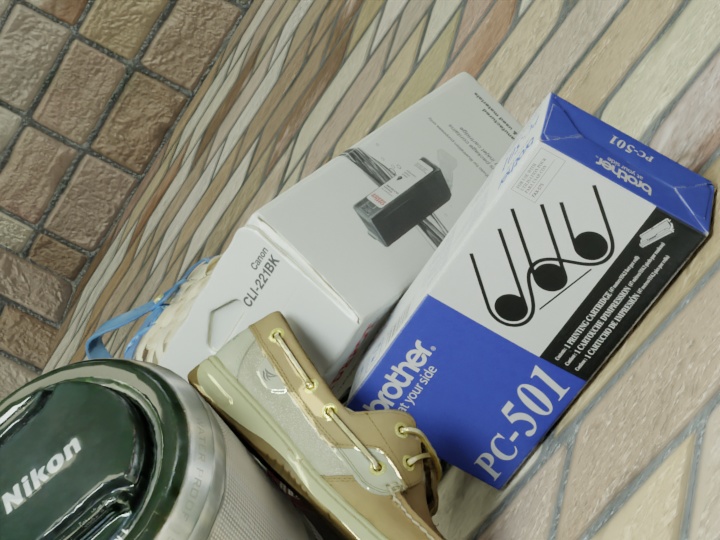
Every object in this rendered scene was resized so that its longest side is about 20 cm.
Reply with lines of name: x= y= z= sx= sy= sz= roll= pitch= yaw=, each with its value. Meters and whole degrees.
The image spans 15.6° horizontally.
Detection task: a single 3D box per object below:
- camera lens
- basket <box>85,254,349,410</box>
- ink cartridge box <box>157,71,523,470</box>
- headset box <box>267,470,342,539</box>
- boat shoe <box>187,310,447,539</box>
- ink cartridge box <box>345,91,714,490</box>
camera lens: x=-0.105 y=0.152 z=1.282 sx=0.159 sy=0.200 sz=0.161 roll=-17 pitch=47 yaw=20
basket: x=-0.075 y=0.081 z=1.698 sx=0.200 sy=0.176 sz=0.139 roll=-31 pitch=16 yaw=46
ink cartridge box: x=0.000 y=0.000 z=1.416 sx=0.200 sy=0.084 sz=0.145 roll=-35 pitch=-15 yaw=-44
headset box: x=-0.103 y=0.166 z=1.508 sx=0.149 sy=0.199 sz=0.075 roll=-60 pitch=10 yaw=12
boat shoe: x=0.002 y=0.093 z=1.270 sx=0.066 sy=0.200 sz=0.074 roll=-46 pitch=-22 yaw=-6
ink cartridge box: x=0.080 y=0.014 z=1.280 sx=0.200 sy=0.094 sz=0.044 roll=-55 pitch=10 yaw=38
